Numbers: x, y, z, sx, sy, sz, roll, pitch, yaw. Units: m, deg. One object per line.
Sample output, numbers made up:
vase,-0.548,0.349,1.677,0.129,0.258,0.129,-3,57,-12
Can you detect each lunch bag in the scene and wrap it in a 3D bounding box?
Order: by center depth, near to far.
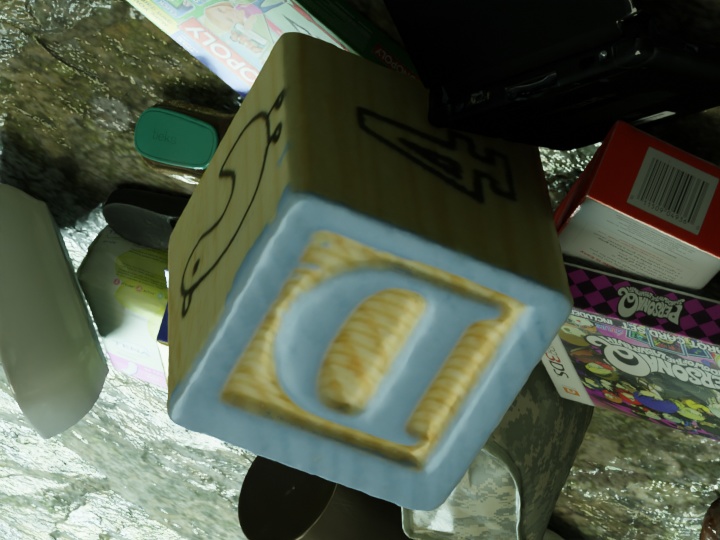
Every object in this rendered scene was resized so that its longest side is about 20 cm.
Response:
lunch bag,0.099,0.100,1.777,0.117,0.164,0.200,17,150,15

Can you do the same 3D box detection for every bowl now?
bowl,-0.262,0.027,1.963,0.075,0.200,0.200,-19,167,-5

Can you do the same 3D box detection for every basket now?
basket,0.005,0.217,2.015,0.136,0.181,0.200,-36,131,22

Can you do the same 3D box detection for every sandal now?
sandal,-0.116,-0.020,1.885,0.200,0.048,0.075,6,147,32

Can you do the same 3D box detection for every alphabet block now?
alphabet block,0.000,0.000,1.548,0.196,0.200,0.195,23,119,-18

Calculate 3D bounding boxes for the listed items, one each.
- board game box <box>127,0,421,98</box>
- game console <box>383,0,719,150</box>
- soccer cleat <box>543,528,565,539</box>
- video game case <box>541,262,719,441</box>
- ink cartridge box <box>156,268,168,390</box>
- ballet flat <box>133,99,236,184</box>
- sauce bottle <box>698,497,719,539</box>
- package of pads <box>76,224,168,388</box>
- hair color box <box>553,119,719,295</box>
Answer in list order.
board game box,-0.055,-0.156,1.630,0.200,0.029,0.135,39,149,-20
game console,0.125,-0.157,1.484,0.176,0.117,0.200,9,166,-35
soccer cleat,0.129,0.265,2.146,0.086,0.070,0.200,42,150,6
video game case,0.210,0.061,1.618,0.200,0.036,0.181,15,160,23
ink cartridge box,-0.055,0.080,1.852,0.197,0.047,0.200,15,159,8
ballet flat,-0.078,-0.079,1.720,0.065,0.071,0.200,9,-168,-45
sauce bottle,0.297,0.216,1.906,0.066,0.066,0.200,20,153,14
package of pads,-0.125,0.047,1.985,0.200,0.068,0.155,17,151,18
hair color box,0.178,-0.021,1.587,0.101,0.061,0.200,25,160,-1
